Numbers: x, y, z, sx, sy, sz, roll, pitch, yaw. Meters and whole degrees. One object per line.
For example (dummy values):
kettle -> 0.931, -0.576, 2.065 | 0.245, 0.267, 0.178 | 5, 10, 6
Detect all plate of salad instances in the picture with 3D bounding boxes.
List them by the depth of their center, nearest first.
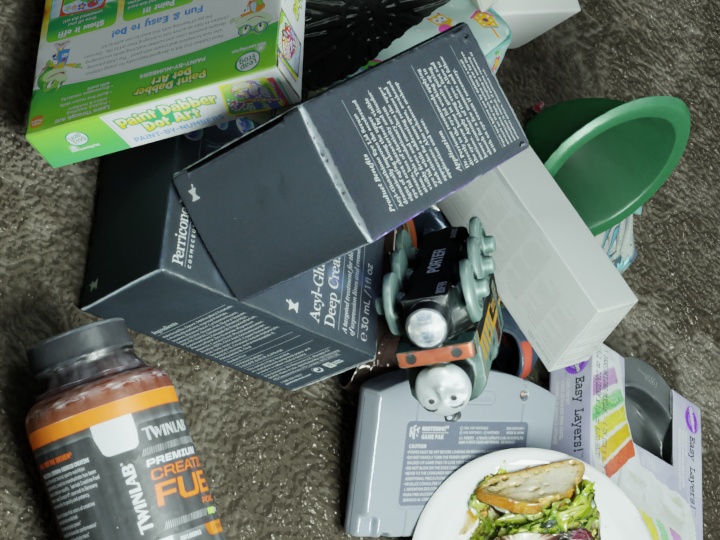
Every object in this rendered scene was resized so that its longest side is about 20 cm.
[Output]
plate of salad -> 0.137, 0.231, 1.513 | 0.199, 0.048, 0.201 | 4, 69, -10

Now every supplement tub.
supplement tub -> -0.162, 0.137, 1.335 | 0.107, 0.107, 0.201 | -15, 84, -45

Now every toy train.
toy train -> 0.066, 0.034, 1.476 | 0.200, 0.085, 0.114 | -70, 147, -70

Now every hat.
hat -> 0.161, -0.133, 1.674 | 0.165, 0.200, 0.176 | -16, 57, -27

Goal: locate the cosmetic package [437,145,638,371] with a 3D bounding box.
cosmetic package -> 0.130, -0.027, 1.555 | 0.051, 0.083, 0.200 | -13, 61, -39

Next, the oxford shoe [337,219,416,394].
oxford shoe -> 0.000, 0.000, 1.566 | 0.072, 0.071, 0.201 | -1, 74, -38

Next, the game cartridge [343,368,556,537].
game cartridge -> 0.073, 0.141, 1.563 | 0.200, 0.041, 0.134 | 5, 97, -42

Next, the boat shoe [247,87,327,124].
boat shoe -> -0.097, -0.129, 1.513 | 0.200, 0.068, 0.075 | 22, 81, -28

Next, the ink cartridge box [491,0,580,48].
ink cartridge box -> 0.098, -0.305, 1.769 | 0.146, 0.084, 0.201 | -10, 79, -44

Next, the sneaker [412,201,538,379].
sneaker -> 0.078, 0.021, 1.623 | 0.200, 0.075, 0.085 | 43, 48, -19

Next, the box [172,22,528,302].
box -> -0.005, -0.077, 1.388 | 0.200, 0.148, 0.105 | -32, 96, -44

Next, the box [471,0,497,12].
box -> 0.073, -0.333, 1.615 | 0.200, 0.109, 0.128 | 51, -3, 19

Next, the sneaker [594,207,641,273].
sneaker -> 0.209, -0.017, 1.759 | 0.086, 0.078, 0.200 | 45, 49, -25

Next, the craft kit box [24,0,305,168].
craft kit box -> -0.135, -0.183, 1.411 | 0.049, 0.199, 0.198 | 55, 30, -46

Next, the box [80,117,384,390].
box -> -0.089, -0.019, 1.465 | 0.200, 0.107, 0.149 | 23, 59, -33

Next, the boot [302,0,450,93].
boot -> -0.025, -0.218, 1.513 | 0.211, 0.158, 0.080 | -29, 123, -14

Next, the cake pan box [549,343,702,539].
cake pan box -> 0.228, 0.175, 1.693 | 0.184, 0.052, 0.201 | 35, 50, -43

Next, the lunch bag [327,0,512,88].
lunch bag -> 0.020, -0.180, 1.624 | 0.160, 0.077, 0.200 | 34, 42, 12
